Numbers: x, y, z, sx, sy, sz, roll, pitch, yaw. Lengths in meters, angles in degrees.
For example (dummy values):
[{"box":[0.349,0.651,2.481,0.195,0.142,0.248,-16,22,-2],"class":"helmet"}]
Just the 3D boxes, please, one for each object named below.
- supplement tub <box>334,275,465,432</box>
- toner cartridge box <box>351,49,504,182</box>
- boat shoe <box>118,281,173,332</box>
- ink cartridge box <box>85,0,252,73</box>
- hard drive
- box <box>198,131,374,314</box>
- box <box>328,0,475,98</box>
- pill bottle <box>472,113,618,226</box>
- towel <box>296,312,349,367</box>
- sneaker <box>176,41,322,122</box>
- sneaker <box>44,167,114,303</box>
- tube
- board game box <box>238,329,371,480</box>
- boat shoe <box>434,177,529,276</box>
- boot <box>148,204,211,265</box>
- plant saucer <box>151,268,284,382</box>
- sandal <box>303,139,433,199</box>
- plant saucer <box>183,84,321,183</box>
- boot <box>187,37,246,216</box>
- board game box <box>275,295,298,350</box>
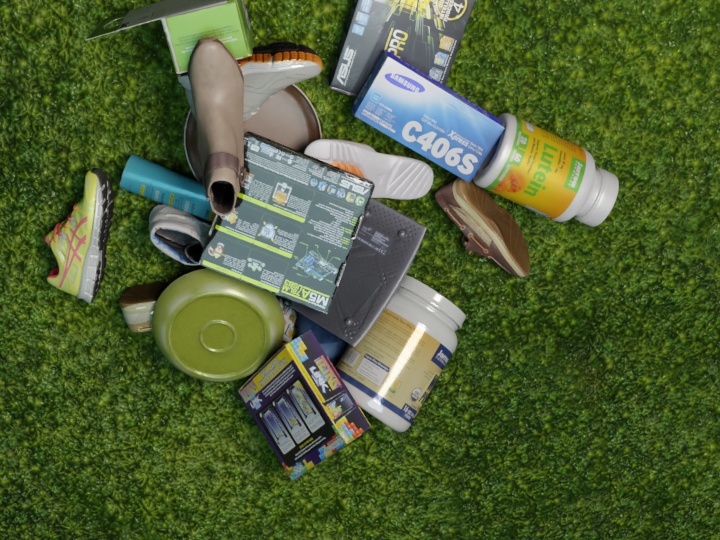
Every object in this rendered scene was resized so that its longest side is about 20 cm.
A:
[{"box":[0.058,0.122,1.540,0.143,0.144,0.202,34,84,-18],"class":"supplement tub"},{"box":[0.094,-0.214,1.436,0.197,0.043,0.096,27,109,-17],"class":"toner cartridge box"},{"box":[-0.260,0.055,1.546,0.195,0.074,0.068,-3,121,1],"class":"boat shoe"},{"box":[-0.246,-0.310,1.352,0.196,0.148,0.077,-15,115,1],"class":"ink cartridge box"},{"box":[0.000,0.000,1.500,0.133,0.042,0.202,29,81,22],"class":"hard drive"},{"box":[-0.102,-0.066,1.428,0.196,0.048,0.196,20,99,-7],"class":"box"},{"box":[0.059,-0.328,1.429,0.158,0.049,0.203,17,112,-12],"class":"box"},{"box":[0.271,-0.139,1.496,0.197,0.111,0.113,22,109,-14],"class":"pill bottle"},{"box":[-0.050,0.123,1.588,0.110,0.049,0.204,-3,115,-25],"class":"towel"},{"box":[-0.145,-0.250,1.402,0.196,0.076,0.093,-8,121,6],"class":"sneaker"},{"box":[-0.409,-0.053,1.480,0.088,0.078,0.204,13,109,-4],"class":"sneaker"},{"box":[-0.244,-0.106,1.473,0.197,0.078,0.051,21,68,-5],"class":"tube"},{"box":[-0.087,0.204,1.526,0.056,0.200,0.167,-26,81,-36],"class":"board game box"},{"box":[0.184,-0.059,1.552,0.071,0.073,0.200,-21,129,36],"class":"boat shoe"},{"box":[-0.219,-0.025,1.498,0.197,0.096,0.074,23,108,-16],"class":"boot"},{"box":[-0.209,0.090,1.511,0.195,0.031,0.203,-3,122,-5],"class":"plant saucer"},{"box":[0.006,-0.144,1.495,0.203,0.059,0.081,8,106,-23],"class":"sandal"},{"box":[-0.154,-0.189,1.474,0.196,0.032,0.204,-2,112,-6],"class":"plant saucer"},{"box":[-0.178,-0.172,1.302,0.069,0.149,0.201,-5,150,0],"class":"boot"},{"box":[-0.107,0.046,1.562,0.103,0.023,0.204,1,113,-27],"class":"board game box"}]
